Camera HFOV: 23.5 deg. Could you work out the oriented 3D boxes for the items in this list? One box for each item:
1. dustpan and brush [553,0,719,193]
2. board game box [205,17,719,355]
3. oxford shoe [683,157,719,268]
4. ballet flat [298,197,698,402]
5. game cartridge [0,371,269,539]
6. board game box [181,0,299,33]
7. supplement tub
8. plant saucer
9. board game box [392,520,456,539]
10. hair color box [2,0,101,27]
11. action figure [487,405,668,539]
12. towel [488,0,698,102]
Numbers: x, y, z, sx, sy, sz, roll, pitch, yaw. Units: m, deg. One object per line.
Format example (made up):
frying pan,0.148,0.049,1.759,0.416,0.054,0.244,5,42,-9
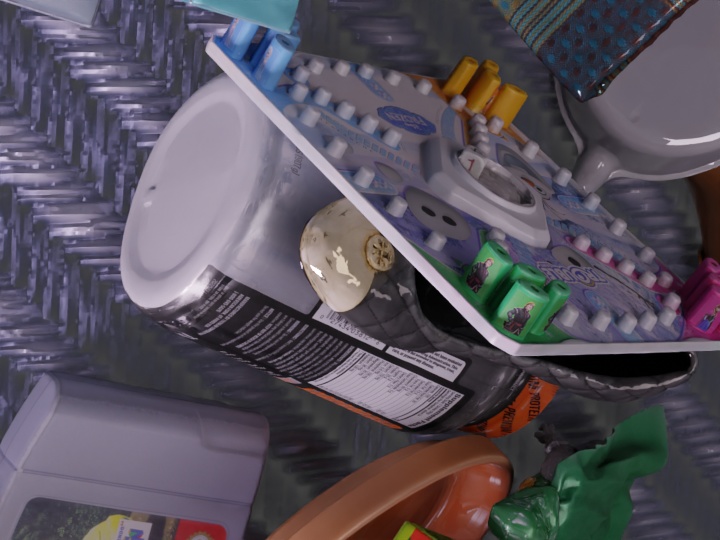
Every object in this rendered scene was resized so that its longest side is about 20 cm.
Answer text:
dustpan and brush,0.137,-0.079,0.881,0.139,0.057,0.201,35,86,0
board game box,0.058,-0.039,0.746,0.199,0.200,0.026,3,127,-52
oxford shoe,0.211,0.004,0.945,0.071,0.071,0.201,-35,117,-5
ballet flat,0.061,0.009,0.734,0.199,0.057,0.067,17,76,-32
game cartridge,-0.129,0.154,0.828,0.132,0.041,0.202,13,98,-26
board game box,-0.050,-0.208,0.701,0.047,0.151,0.202,12,98,-28
supplement tub,0.000,0.000,0.802,0.199,0.122,0.123,26,91,-31
plant saucer,-0.011,0.149,0.832,0.200,0.032,0.201,-35,157,-17
board game box,0.075,0.180,0.845,0.048,0.101,0.200,-55,157,-1
hair color box,-0.118,-0.207,0.696,0.060,0.099,0.202,14,97,-29
action figure,0.103,0.119,0.866,0.200,0.054,0.119,12,97,-71
towel,0.082,-0.187,0.709,0.147,0.201,0.022,-42,160,13
